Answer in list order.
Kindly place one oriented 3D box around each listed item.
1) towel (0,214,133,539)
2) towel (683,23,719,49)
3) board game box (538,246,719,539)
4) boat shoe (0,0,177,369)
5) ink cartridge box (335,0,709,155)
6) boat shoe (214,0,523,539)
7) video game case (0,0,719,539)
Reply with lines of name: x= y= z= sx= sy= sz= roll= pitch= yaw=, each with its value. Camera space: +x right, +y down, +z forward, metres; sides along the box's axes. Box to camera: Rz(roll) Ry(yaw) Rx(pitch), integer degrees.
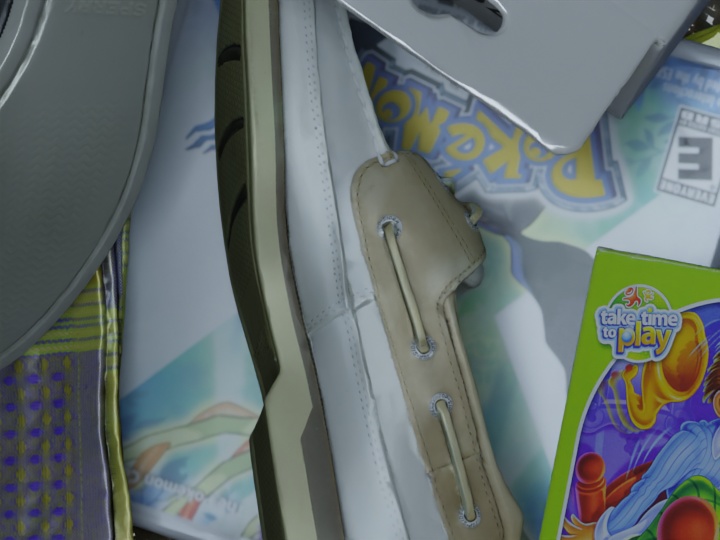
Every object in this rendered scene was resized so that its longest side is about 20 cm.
towel: x=-0.160 y=0.030 z=0.879 sx=0.200 sy=0.023 sz=0.144 roll=1 pitch=88 yaw=11
towel: x=0.109 y=0.034 z=0.881 sx=0.086 sy=0.018 sz=0.200 roll=-23 pitch=89 yaw=6
board game box: x=0.145 y=0.077 z=0.777 sx=0.200 sy=0.045 sz=0.135 roll=11 pitch=90 yaw=30
boat shoe: x=-0.095 y=-0.067 z=0.824 sx=0.060 sy=0.074 sz=0.200 roll=35 pitch=115 yaw=40
ink cartridge box: x=0.064 y=-0.127 z=0.829 sx=0.115 sy=0.068 sz=0.200 roll=35 pitch=74 yaw=5
boat shoe: x=0.000 y=0.000 z=0.830 sx=0.068 sy=0.075 sz=0.201 roll=-6 pitch=84 yaw=-9
video game case: x=0.001 y=0.001 z=0.871 sx=0.200 sy=0.022 sz=0.183 roll=17 pitch=91 yaw=10
